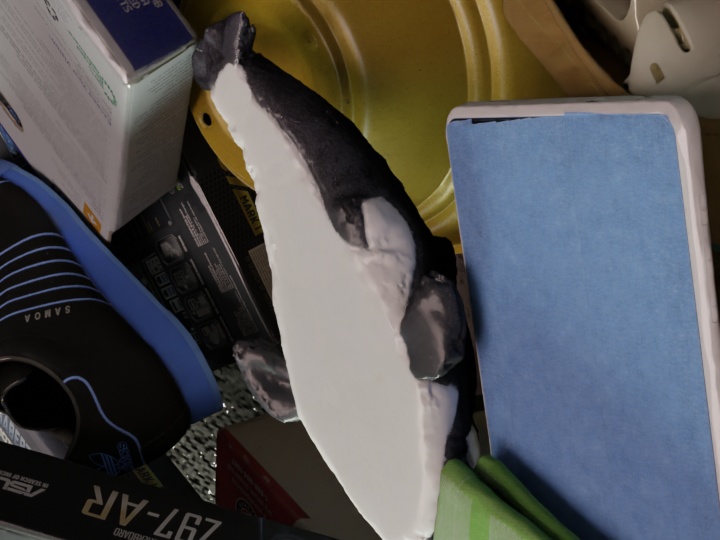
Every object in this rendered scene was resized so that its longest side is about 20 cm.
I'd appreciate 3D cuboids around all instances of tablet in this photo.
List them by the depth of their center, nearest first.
[{"bbox_3d":[0.078,0.044,0.623,0.130,0.014,0.201,7,107,60],"label":"tablet"}]

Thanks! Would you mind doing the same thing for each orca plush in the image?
[{"bbox_3d":[0.000,0.000,0.714,0.105,0.071,0.200,-45,73,38],"label":"orca plush"}]

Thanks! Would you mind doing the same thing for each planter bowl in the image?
[{"bbox_3d":[-0.014,-0.087,0.777,0.200,0.083,0.201,22,125,35],"label":"planter bowl"}]

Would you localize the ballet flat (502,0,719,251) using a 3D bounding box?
[{"bbox_3d":[0.096,-0.074,0.634,0.200,0.068,0.063,-126,25,-51],"label":"ballet flat"}]

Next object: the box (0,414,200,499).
[{"bbox_3d":[-0.136,0.131,0.929,0.200,0.051,0.158,44,140,36],"label":"box"}]

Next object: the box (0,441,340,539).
[{"bbox_3d":[-0.095,0.176,0.812,0.159,0.044,0.201,16,128,6],"label":"box"}]

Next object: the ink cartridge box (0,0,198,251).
[{"bbox_3d":[-0.144,-0.121,0.821,0.197,0.043,0.200,53,161,10],"label":"ink cartridge box"}]

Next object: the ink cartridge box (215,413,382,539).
[{"bbox_3d":[-0.001,0.179,0.877,0.147,0.083,0.201,41,136,45],"label":"ink cartridge box"}]

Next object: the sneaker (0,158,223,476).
[{"bbox_3d":[-0.148,0.020,0.869,0.200,0.078,0.070,39,152,38],"label":"sneaker"}]

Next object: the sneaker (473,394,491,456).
[{"bbox_3d":[0.082,0.147,0.722,0.115,0.075,0.202,21,131,66],"label":"sneaker"}]

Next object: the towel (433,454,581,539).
[{"bbox_3d":[0.073,0.179,0.657,0.149,0.031,0.201,36,131,46],"label":"towel"}]

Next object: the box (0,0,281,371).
[{"bbox_3d":[-0.113,-0.043,0.919,0.157,0.051,0.201,-23,95,47],"label":"box"}]

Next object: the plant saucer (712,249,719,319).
[{"bbox_3d":[0.136,-0.008,0.646,0.200,0.035,0.201,-29,51,43],"label":"plant saucer"}]
